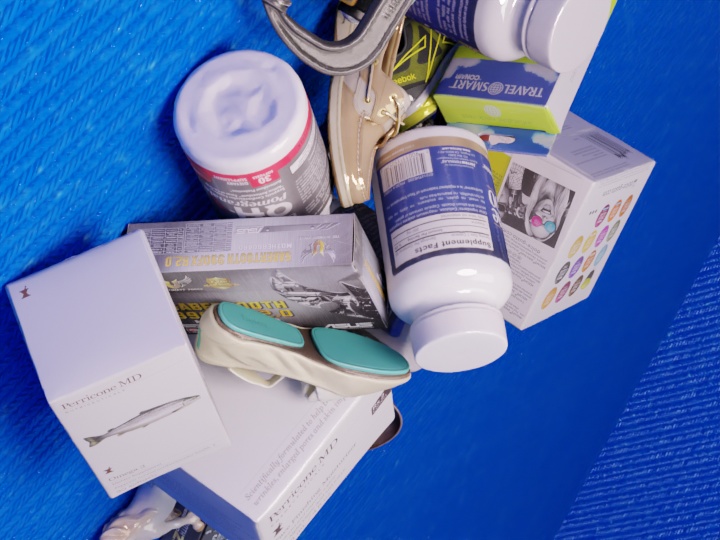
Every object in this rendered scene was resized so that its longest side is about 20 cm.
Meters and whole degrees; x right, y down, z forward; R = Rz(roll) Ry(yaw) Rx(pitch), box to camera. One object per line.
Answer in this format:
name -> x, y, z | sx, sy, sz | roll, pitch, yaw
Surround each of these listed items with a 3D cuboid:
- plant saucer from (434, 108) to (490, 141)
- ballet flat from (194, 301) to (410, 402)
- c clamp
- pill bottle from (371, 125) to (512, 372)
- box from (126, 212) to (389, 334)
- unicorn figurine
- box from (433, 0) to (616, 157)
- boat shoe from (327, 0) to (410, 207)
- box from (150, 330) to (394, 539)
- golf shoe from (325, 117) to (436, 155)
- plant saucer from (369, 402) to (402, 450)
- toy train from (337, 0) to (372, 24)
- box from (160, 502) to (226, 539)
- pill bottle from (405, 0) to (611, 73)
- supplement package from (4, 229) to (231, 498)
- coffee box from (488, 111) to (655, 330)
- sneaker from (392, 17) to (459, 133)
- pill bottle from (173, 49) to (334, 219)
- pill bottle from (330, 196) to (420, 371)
plant saucer -> 0.102, -0.146, 1.561 | 0.200, 0.037, 0.200 | -100, -158, -73
ballet flat -> -0.054, 0.079, 1.319 | 0.069, 0.199, 0.070 | -49, -149, 44
c clamp -> -0.017, -0.262, 1.201 | 0.170, 0.027, 0.201 | 21, 100, -32
pill bottle -> 0.074, -0.018, 1.332 | 0.110, 0.201, 0.111 | -6, 153, -3
box -> -0.085, 0.006, 1.303 | 0.158, 0.199, 0.049 | 62, 27, -66
unicorn figurine -> -0.206, 0.245, 1.545 | 0.137, 0.074, 0.201 | 6, 100, -56
box -> 0.153, -0.202, 1.401 | 0.200, 0.122, 0.048 | -64, 144, -24
boat shoe -> 0.010, -0.151, 1.323 | 0.074, 0.069, 0.201 | 73, 18, -69
box -> -0.104, 0.133, 1.415 | 0.199, 0.200, 0.131 | -49, 157, -21
golf shoe -> 0.014, -0.136, 1.504 | 0.088, 0.077, 0.200 | -32, 179, 26
plant saucer -> -0.055, 0.148, 1.610 | 0.200, 0.199, 0.032 | 79, 10, -60
toy train -> 0.024, -0.305, 1.264 | 0.114, 0.085, 0.200 | 12, 109, -57
box -> -0.144, 0.272, 1.722 | 0.200, 0.051, 0.158 | -13, 131, -60
pill bottle -> 0.116, -0.255, 1.340 | 0.120, 0.200, 0.120 | -35, 143, -33
supplement package -> -0.192, 0.080, 1.222 | 0.117, 0.118, 0.200 | -23, 151, -6
coffee box -> 0.187, -0.079, 1.748 | 0.199, 0.200, 0.198 | -18, 137, -58
sneaker -> 0.063, -0.227, 1.454 | 0.074, 0.085, 0.200 | -25, -148, 47
pill bottle -> -0.082, -0.090, 1.280 | 0.111, 0.111, 0.200 | -52, 158, -14
pill bottle -> 0.000, 0.000, 1.458 | 0.114, 0.200, 0.114 | -45, 156, -26
